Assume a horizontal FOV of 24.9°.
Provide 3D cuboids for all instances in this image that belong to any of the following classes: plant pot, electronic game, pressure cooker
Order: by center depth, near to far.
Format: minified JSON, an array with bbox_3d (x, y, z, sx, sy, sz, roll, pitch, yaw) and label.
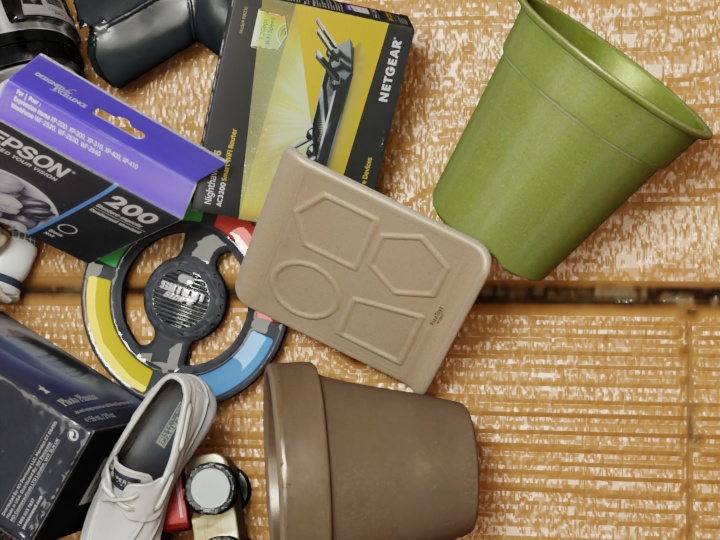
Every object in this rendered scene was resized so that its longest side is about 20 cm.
[{"bbox_3d":[0.162,-0.099,1.380,0.200,0.200,0.190,38,108,10],"label":"plant pot"},{"bbox_3d":[0.008,0.176,1.397,0.174,0.200,0.201,-2,88,-6],"label":"plant pot"},{"bbox_3d":[-0.341,-0.190,1.461,0.175,0.179,0.201,-20,71,-22],"label":"pressure cooker"},{"bbox_3d":[-0.161,0.026,1.494,0.199,0.042,0.201,0,88,11],"label":"electronic game"}]

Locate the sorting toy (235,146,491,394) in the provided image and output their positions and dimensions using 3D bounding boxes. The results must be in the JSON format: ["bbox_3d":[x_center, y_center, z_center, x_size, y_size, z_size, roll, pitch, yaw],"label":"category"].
[{"bbox_3d":[0.000,0.000,1.403,0.199,0.037,0.185,29,133,5],"label":"sorting toy"}]

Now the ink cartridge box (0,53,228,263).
[{"bbox_3d":[-0.249,-0.086,1.378,0.200,0.198,0.044,-24,49,42],"label":"ink cartridge box"}]

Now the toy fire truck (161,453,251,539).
[{"bbox_3d":[-0.191,0.266,1.463,0.199,0.129,0.177,-10,81,3],"label":"toy fire truck"}]

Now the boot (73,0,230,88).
[{"bbox_3d":[-0.157,-0.206,1.485,0.168,0.076,0.201,-28,88,12],"label":"boot"}]

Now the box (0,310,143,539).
[{"bbox_3d":[-0.306,0.131,1.437,0.198,0.200,0.124,30,94,10],"label":"box"}]

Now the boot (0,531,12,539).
[{"bbox_3d":[-0.389,0.248,1.513,0.150,0.073,0.201,0,92,12],"label":"boot"}]

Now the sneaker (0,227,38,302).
[{"bbox_3d":[-0.400,-0.034,1.533,0.199,0.076,0.081,17,82,4],"label":"sneaker"}]

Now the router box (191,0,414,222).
[{"bbox_3d":[-0.053,-0.138,1.418,0.157,0.052,0.201,10,110,-10],"label":"router box"}]

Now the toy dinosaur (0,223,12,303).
[{"bbox_3d":[-0.403,-0.022,1.456,0.200,0.086,0.136,45,90,-5],"label":"toy dinosaur"}]

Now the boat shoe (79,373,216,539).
[{"bbox_3d":[-0.193,0.176,1.388,0.073,0.065,0.201,21,84,21],"label":"boat shoe"}]
